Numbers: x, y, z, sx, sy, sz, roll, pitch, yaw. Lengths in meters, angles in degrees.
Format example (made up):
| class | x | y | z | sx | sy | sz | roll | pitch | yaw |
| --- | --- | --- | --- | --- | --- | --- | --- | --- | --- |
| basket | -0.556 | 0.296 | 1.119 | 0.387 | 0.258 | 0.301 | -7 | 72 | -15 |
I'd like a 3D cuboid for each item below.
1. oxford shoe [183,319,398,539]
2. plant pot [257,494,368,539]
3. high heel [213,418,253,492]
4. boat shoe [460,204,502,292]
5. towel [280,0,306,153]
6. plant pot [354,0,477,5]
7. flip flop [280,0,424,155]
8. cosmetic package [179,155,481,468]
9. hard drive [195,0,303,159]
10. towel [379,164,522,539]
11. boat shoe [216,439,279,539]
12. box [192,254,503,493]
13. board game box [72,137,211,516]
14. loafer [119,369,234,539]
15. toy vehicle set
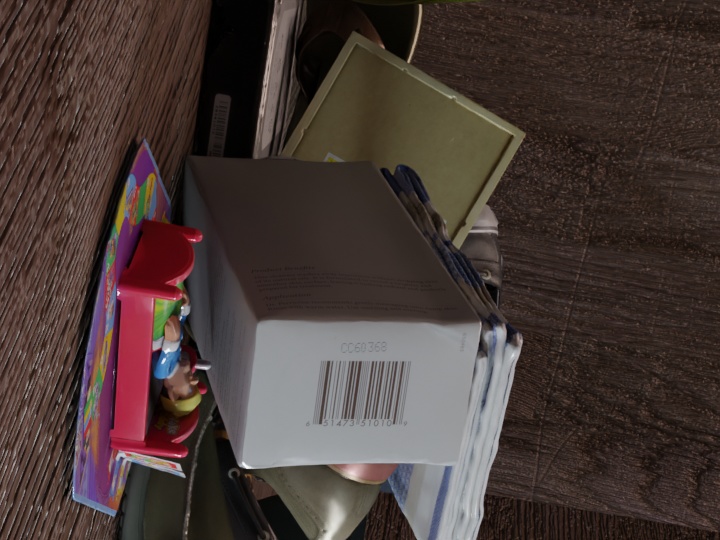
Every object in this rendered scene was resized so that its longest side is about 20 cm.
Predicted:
| class | x | y | z | sx | sy | sz | roll | pitch | yaw |
| --- | --- | --- | --- | --- | --- | --- | --- | --- | --- |
| oxford shoe | -0.056 | 0.075 | 0.892 | 0.200 | 0.070 | 0.075 | 45 | -66 | 49 |
| plant pot | -0.072 | 0.265 | 1.280 | 0.200 | 0.133 | 0.202 | 8 | 90 | -89 |
| high heel | -0.058 | 0.196 | 1.055 | 0.071 | 0.142 | 0.201 | -38 | 147 | -48 |
| boat shoe | 0.000 | 0.000 | 1.051 | 0.069 | 0.199 | 0.057 | 122 | -44 | -71 |
| towel | -0.068 | -0.126 | 1.238 | 0.193 | 0.034 | 0.201 | -73 | 174 | -64 |
| plant pot | 0.073 | -0.243 | 0.955 | 0.193 | 0.199 | 0.202 | 2 | 98 | -57 |
| flip flop | -0.013 | -0.128 | 1.031 | 0.058 | 0.081 | 0.201 | 9 | 95 | -75 |
| cosmetic package | -0.024 | 0.014 | 0.814 | 0.200 | 0.112 | 0.082 | -119 | -146 | -62 |
| hard drive | -0.064 | -0.125 | 0.989 | 0.200 | 0.038 | 0.141 | -81 | 180 | -80 |
| towel | 0.033 | 0.046 | 0.850 | 0.200 | 0.024 | 0.148 | -118 | -145 | -58 |
| boat shoe | -0.043 | 0.185 | 0.957 | 0.200 | 0.066 | 0.070 | 55 | -1 | -9 |
| box | -0.009 | 0.058 | 1.113 | 0.149 | 0.199 | 0.108 | -79 | 178 | -50 |
| board game box | -0.089 | 0.033 | 0.742 | 0.200 | 0.039 | 0.159 | 98 | 1 | -78 |
| loafer | -0.092 | 0.152 | 0.856 | 0.075 | 0.069 | 0.201 | 81 | 18 | -87 |
| toy vehicle set | -0.002 | -0.030 | 0.996 | 0.201 | 0.124 | 0.027 | -59 | -177 | 4 |
